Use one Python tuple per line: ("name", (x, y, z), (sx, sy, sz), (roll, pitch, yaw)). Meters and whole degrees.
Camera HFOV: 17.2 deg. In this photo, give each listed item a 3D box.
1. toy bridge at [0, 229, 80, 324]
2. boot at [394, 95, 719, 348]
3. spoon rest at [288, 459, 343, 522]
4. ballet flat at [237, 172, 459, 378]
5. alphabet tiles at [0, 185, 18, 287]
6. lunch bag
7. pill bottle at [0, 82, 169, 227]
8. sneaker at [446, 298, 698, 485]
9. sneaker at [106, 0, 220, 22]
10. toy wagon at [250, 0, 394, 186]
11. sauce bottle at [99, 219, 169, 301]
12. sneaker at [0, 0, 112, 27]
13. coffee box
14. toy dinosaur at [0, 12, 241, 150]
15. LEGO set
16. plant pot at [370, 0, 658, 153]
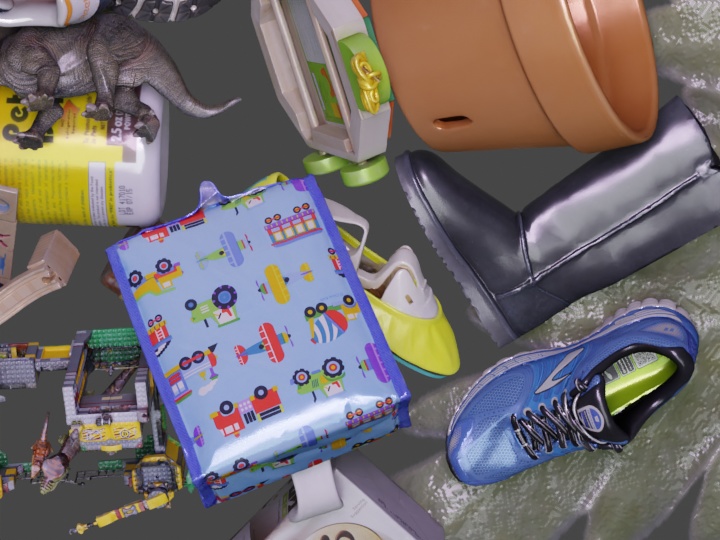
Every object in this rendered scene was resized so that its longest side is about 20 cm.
("toy bridge", (-0.280, 0.029, 1.612), (0.199, 0.067, 0.027), (-18, 126, 32))
("boot", (0.145, -0.059, 1.648), (0.199, 0.066, 0.165), (-29, 113, 11))
("spoon rest", (-0.052, 0.076, 1.624), (0.099, 0.061, 0.201), (-18, 97, -8))
("ballet flat", (0.000, 0.000, 1.664), (0.200, 0.067, 0.067), (35, 118, -8))
("alphabet tiles", (-0.320, -0.013, 1.628), (0.166, 0.008, 0.200), (11, 144, -4))
("lunch bag", (-0.072, 0.031, 1.571), (0.150, 0.094, 0.201), (-21, 75, -5))
("pill bottle", (-0.232, -0.087, 1.615), (0.199, 0.109, 0.110), (2, 107, -1))
("sneaker", (0.148, 0.092, 1.676), (0.199, 0.089, 0.079), (-32, 104, 10))
("sneaker", (-0.170, -0.236, 1.570), (0.199, 0.089, 0.079), (29, 134, 10))
("toy wagon", (-0.019, -0.133, 1.559), (0.039, 0.200, 0.156), (-24, 107, -18))
("sauce bottle", (-0.087, 0.038, 1.678), (0.200, 0.066, 0.066), (36, 103, -10))
("sneaker", (-0.245, -0.212, 1.519), (0.199, 0.079, 0.079), (20, 131, 20))
("coffee box", (-0.046, 0.232, 1.729), (0.113, 0.080, 0.200), (43, 101, -11))
("toy dinosaur", (-0.178, -0.134, 1.538), (0.199, 0.103, 0.077), (-4, 150, -2))
("LEGO set", (-0.213, 0.120, 1.669), (0.199, 0.116, 0.155), (4, 112, -2))
("plant pot", (0.097, -0.163, 1.564), (0.139, 0.200, 0.201), (-15, 107, 22))
